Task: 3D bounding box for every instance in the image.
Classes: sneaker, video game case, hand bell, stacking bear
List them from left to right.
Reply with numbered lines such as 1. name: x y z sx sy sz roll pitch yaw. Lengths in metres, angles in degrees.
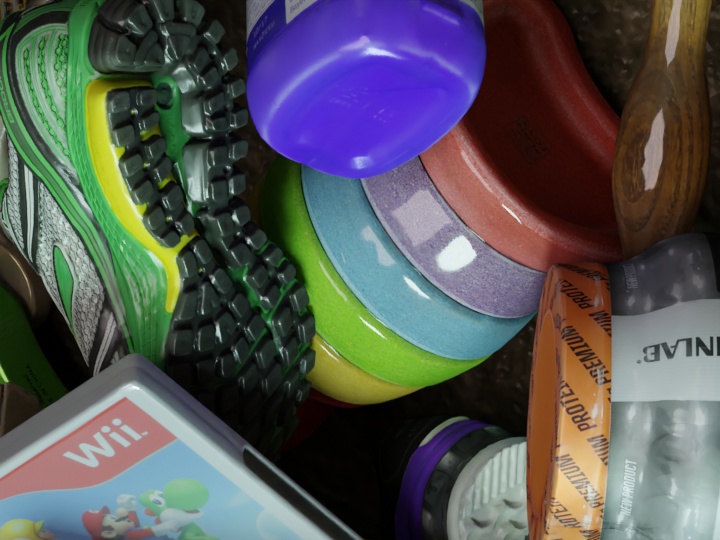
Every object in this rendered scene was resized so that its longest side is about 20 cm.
1. sneaker: -0.074 -0.004 1.007 0.085 0.078 0.201 9 120 39
2. video game case: -0.062 0.122 1.018 0.143 0.017 0.200 -33 124 24
3. stacking bear: 0.000 0.000 1.077 0.200 0.114 0.122 -38 85 34
4. sneaker: 0.051 0.137 1.112 0.099 0.069 0.201 21 131 50
5. hand bell: 0.106 -0.095 0.982 0.104 0.104 0.201 12 102 24

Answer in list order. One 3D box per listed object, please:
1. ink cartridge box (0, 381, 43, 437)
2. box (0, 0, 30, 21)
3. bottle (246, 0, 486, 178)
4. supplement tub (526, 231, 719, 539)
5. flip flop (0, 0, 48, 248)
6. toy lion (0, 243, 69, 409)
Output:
1. ink cartridge box: -0.109 0.155 1.106 0.200 0.075 0.165 34 124 -26
2. box: -0.212 -0.158 1.095 0.200 0.046 0.159 8 108 30
3. bottle: -0.001 -0.131 1.004 0.083 0.065 0.200 -38 42 40
4. supplement tub: 0.157 0.051 0.959 0.199 0.123 0.123 4 107 -3
5. flip flop: -0.079 -0.086 1.034 0.057 0.081 0.200 32 113 6
6. toy lion: -0.164 0.094 1.212 0.200 0.069 0.192 45 125 9
